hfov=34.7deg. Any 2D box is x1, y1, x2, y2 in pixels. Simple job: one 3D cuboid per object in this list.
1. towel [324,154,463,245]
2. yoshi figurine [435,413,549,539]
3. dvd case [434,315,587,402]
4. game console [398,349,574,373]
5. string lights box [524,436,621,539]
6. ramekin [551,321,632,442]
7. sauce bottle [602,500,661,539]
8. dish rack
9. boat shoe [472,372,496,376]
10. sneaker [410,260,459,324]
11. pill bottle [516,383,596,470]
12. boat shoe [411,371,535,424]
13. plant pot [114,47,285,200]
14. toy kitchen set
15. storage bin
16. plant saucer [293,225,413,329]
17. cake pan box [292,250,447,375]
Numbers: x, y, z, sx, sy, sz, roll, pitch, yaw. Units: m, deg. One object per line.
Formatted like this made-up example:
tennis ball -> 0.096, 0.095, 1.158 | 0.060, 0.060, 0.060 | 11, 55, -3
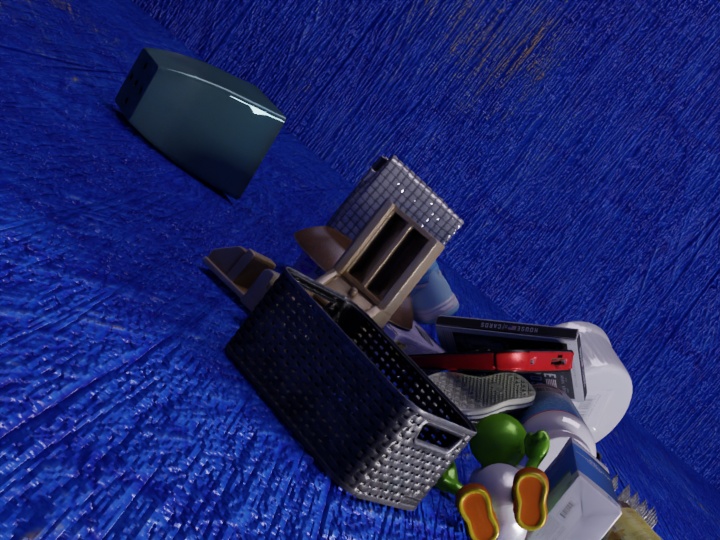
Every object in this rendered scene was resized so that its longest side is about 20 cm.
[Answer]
towel -> 0.039, -0.061, 1.803 | 0.165, 0.201, 0.086 | 39, 6, -8
yoshi figurine -> 0.136, 0.196, 1.144 | 0.112, 0.113, 0.200 | 33, 4, 4
dvd case -> 0.212, 0.123, 1.608 | 0.197, 0.025, 0.151 | 6, -37, 21
game console -> 0.166, 0.114, 1.485 | 0.174, 0.032, 0.199 | 0, -4, 33
string lights box -> 0.215, 0.250, 1.215 | 0.059, 0.103, 0.200 | 38, 8, 5
ramekin -> 0.319, 0.187, 1.768 | 0.200, 0.201, 0.098 | 32, 17, -41
sauce bottle -> 0.353, 0.359, 1.398 | 0.064, 0.065, 0.200 | 35, 8, -27
dish rack -> 0.392, 0.348, 1.700 | 0.199, 0.055, 0.153 | 41, 8, 10
boat shoe -> 0.163, 0.167, 1.574 | 0.199, 0.070, 0.071 | 32, 11, -49
sneaker -> 0.058, 0.000, 1.676 | 0.199, 0.079, 0.132 | 5, -58, 56
pill bottle -> 0.243, 0.223, 1.486 | 0.108, 0.109, 0.200 | 38, 8, -5
boat shoe -> 0.137, 0.167, 1.430 | 0.198, 0.063, 0.075 | 2, 39, -43
plant pot -> -0.241, -0.225, 1.660 | 0.198, 0.142, 0.141 | 25, 14, -36
toy kitchen set -> -0.044, -0.021, 1.223 | 0.163, 0.181, 0.200 | 40, 3, 17
storage bin -> -0.010, 0.103, 1.012 | 0.200, 0.094, 0.135 | 46, 10, 35
plant saucer -> 0.000, 0.000, 1.514 | 0.199, 0.037, 0.201 | 37, 8, -6
cake pan box -> 0.013, 0.058, 1.561 | 0.200, 0.052, 0.184 | 44, 7, 28
